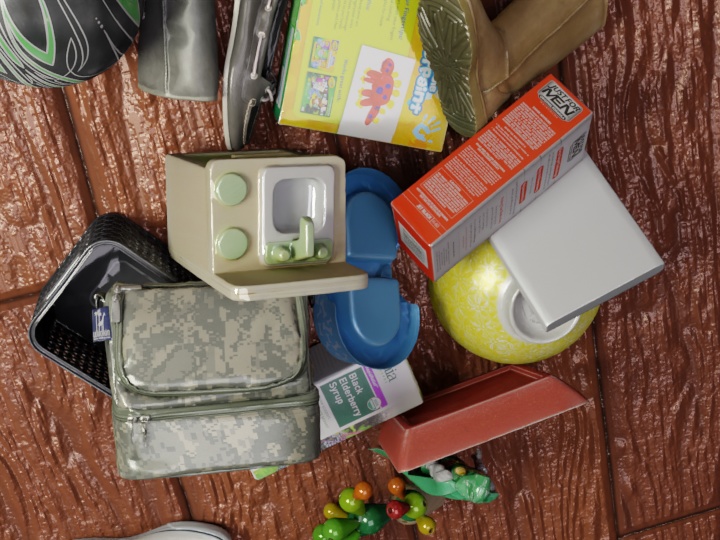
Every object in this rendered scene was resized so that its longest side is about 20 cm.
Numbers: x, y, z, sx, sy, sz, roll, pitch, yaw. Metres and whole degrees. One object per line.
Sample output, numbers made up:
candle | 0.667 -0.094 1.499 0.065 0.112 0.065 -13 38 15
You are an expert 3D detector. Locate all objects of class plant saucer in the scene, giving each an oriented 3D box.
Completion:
plant saucer | 0.116 0.145 1.062 0.199 0.200 0.037 -20 92 -5

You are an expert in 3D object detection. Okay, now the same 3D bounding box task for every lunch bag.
lunch bag | -0.138 0.090 0.925 0.199 0.139 0.169 -3 96 -10

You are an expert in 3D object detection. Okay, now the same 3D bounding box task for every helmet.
helmet | -0.271 -0.249 0.841 0.199 0.200 0.192 -9 103 -7

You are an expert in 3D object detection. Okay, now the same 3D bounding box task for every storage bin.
storage bin | -0.214 0.054 1.014 0.200 0.094 0.135 36 100 -19

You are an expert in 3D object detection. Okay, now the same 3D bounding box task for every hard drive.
hard drive | 0.192 -0.053 1.013 0.132 0.200 0.027 -27 155 -3

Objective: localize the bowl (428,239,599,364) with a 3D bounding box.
bowl | 0.179 0.020 1.069 0.199 0.108 0.201 -3 110 -9

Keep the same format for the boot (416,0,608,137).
boot | 0.146 -0.242 0.934 0.200 0.066 0.175 -41 147 -19

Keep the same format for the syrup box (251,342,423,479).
syrup box | -0.041 0.134 1.082 0.199 0.081 0.079 -24 115 0

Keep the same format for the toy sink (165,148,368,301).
toy sink | -0.089 -0.053 0.923 0.130 0.200 0.113 -6 105 -24

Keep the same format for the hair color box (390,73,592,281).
hair color box | 0.126 -0.086 0.967 0.200 0.102 0.061 -38 70 -8

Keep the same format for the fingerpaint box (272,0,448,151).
fingerpaint box | 0.016 -0.230 0.965 0.166 0.073 0.201 7 108 -13

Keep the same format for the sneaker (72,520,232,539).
sneaker | -0.240 0.332 1.121 0.199 0.071 0.073 -7 111 -8

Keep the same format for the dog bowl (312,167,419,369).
dog bowl | 0.000 0.000 1.012 0.111 0.049 0.201 2 81 -41

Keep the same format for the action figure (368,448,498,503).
action figure | 0.093 0.212 1.072 0.118 0.200 0.055 13 88 -17

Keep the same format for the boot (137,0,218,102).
boot | -0.141 -0.250 0.890 0.072 0.181 0.201 -6 107 -43

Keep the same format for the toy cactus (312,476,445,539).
toy cactus | 0.032 0.278 1.125 0.165 0.103 0.200 -10 154 -40

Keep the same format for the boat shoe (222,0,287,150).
boat shoe | -0.094 -0.210 0.953 0.057 0.067 0.201 8 106 2
